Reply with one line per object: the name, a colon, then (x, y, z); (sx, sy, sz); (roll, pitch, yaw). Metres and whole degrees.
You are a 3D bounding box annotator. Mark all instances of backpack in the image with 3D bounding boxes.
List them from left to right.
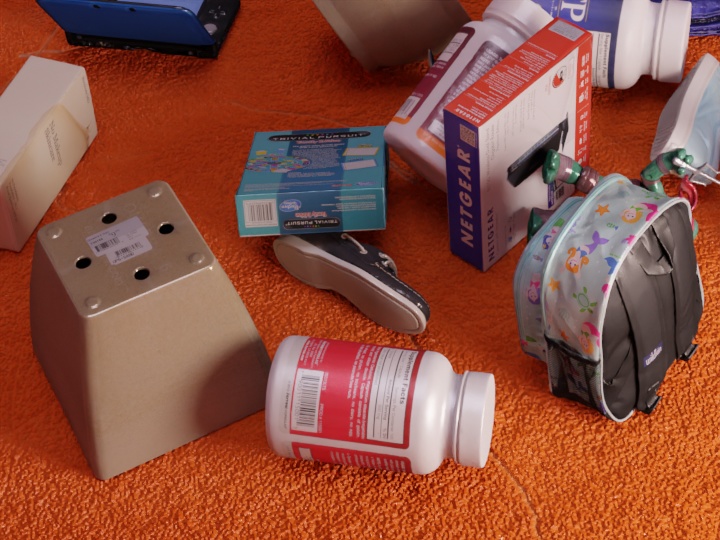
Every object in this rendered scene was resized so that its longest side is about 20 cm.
backpack: (0.231, 0.013, 1.465); (0.150, 0.201, 0.178); (29, 61, 29)

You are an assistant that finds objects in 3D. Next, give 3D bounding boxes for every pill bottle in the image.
pill bottle: (0.020, 0.125, 1.448); (0.197, 0.113, 0.113); (6, 47, 11)
pill bottle: (0.125, -0.187, 1.669); (0.114, 0.114, 0.201); (35, 85, 33)
pill bottle: (0.269, -0.268, 1.793); (0.197, 0.121, 0.121); (8, 47, 13)

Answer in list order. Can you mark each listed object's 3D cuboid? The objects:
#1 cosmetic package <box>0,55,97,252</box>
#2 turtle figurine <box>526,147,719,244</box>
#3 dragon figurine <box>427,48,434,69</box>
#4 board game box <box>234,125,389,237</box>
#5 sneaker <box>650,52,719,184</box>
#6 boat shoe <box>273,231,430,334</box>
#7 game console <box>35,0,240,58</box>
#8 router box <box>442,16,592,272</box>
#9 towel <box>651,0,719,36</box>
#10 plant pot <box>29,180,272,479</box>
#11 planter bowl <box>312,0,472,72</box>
cosmetic package: (-0.368, -0.130, 1.738); (0.072, 0.104, 0.201); (13, 50, 15)
turtle figurine: (0.275, -0.054, 1.607); (0.197, 0.101, 0.152); (12, 91, -1)
dragon figurine: (0.165, -0.192, 1.773); (0.099, 0.059, 0.200); (-31, 52, -22)
board game box: (-0.046, -0.096, 1.663); (0.149, 0.048, 0.200); (-2, 23, 4)
sneaker: (0.373, -0.157, 1.726); (0.081, 0.074, 0.201); (34, 47, -4)
boat shoe: (0.000, 0.000, 1.602); (0.199, 0.074, 0.060); (25, 58, 37)
game console: (-0.263, -0.327, 1.905); (0.197, 0.119, 0.172); (7, 48, 12)
router box: (0.162, -0.127, 1.614); (0.049, 0.201, 0.179); (32, 58, 31)
towel: (0.376, -0.353, 1.918); (0.145, 0.050, 0.202); (0, 46, -4)
plant pot: (-0.209, 0.039, 1.510); (0.198, 0.178, 0.201); (-23, 49, -16)
planter bowl: (0.023, -0.316, 1.835); (0.134, 0.200, 0.201); (-38, 49, 7)
